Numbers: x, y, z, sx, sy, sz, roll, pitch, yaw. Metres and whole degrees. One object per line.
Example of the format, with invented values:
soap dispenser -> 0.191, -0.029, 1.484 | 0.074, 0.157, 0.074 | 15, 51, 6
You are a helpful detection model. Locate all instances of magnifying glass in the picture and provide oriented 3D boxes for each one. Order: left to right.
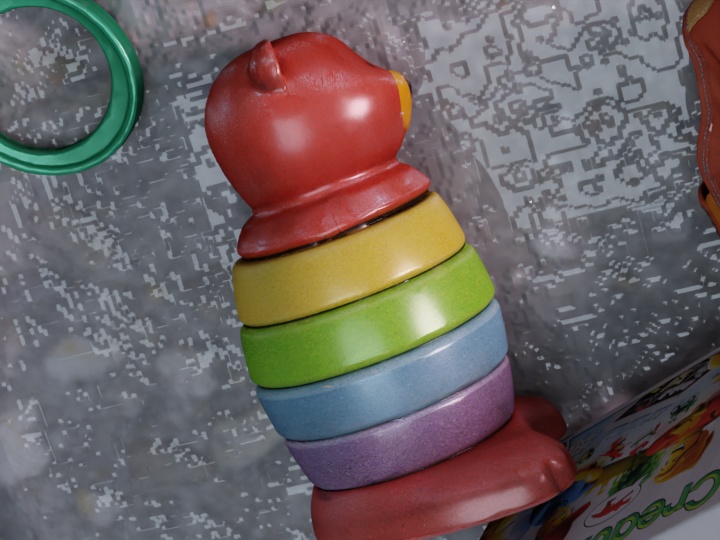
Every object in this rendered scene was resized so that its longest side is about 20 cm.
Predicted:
magnifying glass -> -0.183, -0.107, 0.793 | 0.200, 0.022, 0.080 | 28, 111, -6

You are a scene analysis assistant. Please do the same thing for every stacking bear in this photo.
stacking bear -> 0.000, 0.000, 0.768 | 0.114, 0.121, 0.200 | -19, 97, 6

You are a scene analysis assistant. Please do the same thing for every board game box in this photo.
board game box -> 0.113, 0.087, 0.733 | 0.035, 0.126, 0.200 | 45, 133, -8

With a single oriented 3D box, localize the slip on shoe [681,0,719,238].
slip on shoe -> 0.170, -0.026, 0.763 | 0.061, 0.074, 0.200 | 10, 125, 42
